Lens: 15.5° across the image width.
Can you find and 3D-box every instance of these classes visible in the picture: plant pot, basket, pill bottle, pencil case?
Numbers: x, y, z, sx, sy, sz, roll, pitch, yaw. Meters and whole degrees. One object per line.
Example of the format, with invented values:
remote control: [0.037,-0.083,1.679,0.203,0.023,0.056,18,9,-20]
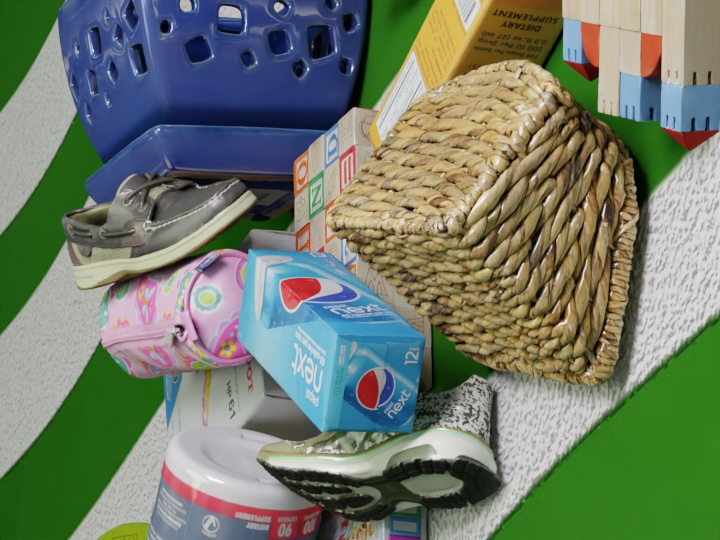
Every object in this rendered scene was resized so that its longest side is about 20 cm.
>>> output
plant pot: [-0.110,-0.140,2.039,0.200,0.199,0.181,151,117,-61]
basket: [0.100,-0.033,1.642,0.143,0.149,0.200,-51,19,-13]
pill bottle: [-0.100,0.224,1.894,0.120,0.119,0.202,-134,54,-62]
pencil case: [-0.127,0.034,1.936,0.200,0.087,0.088,171,105,-66]

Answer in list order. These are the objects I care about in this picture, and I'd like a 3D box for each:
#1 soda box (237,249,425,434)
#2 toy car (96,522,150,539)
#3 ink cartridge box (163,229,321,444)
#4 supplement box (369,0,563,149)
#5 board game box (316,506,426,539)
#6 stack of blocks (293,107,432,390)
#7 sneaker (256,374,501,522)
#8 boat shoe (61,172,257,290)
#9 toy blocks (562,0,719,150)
soda box: [-0.023,0.045,1.762,0.200,0.064,0.068,-140,55,-64]
toy car: [-0.172,0.307,2.122,0.150,0.174,0.201,64,-164,-58]
ink cartridge box: [-0.078,0.081,2.021,0.200,0.084,0.145,130,141,-50]
supplement box: [0.074,-0.137,1.751,0.201,0.066,0.069,119,147,-42]
board game box: [-0.009,0.187,1.886,0.200,0.034,0.136,149,125,-62]
stack of blocks: [0.000,0.000,1.892,0.115,0.058,0.202,142,131,-60]
sneaker: [0.018,0.112,1.771,0.199,0.077,0.089,-7,52,38]
boat shoe: [-0.156,-0.038,1.935,0.200,0.072,0.066,-20,104,49]
toy blocks: [0.169,-0.146,1.511,0.200,0.099,0.138,-154,62,-66]
